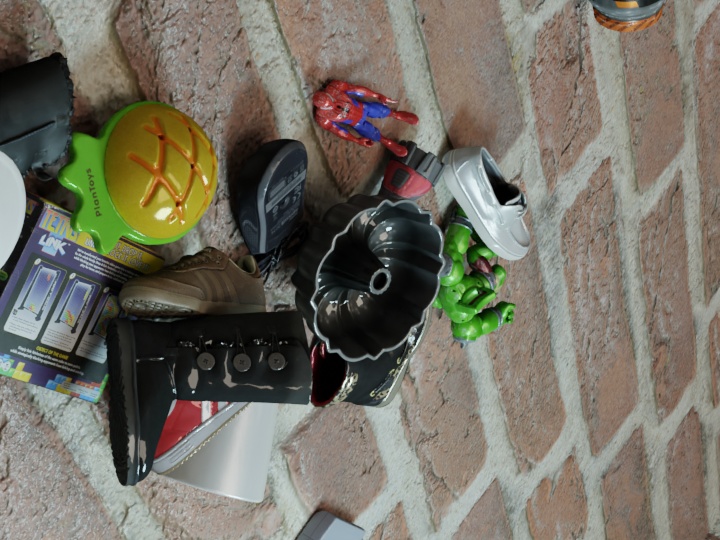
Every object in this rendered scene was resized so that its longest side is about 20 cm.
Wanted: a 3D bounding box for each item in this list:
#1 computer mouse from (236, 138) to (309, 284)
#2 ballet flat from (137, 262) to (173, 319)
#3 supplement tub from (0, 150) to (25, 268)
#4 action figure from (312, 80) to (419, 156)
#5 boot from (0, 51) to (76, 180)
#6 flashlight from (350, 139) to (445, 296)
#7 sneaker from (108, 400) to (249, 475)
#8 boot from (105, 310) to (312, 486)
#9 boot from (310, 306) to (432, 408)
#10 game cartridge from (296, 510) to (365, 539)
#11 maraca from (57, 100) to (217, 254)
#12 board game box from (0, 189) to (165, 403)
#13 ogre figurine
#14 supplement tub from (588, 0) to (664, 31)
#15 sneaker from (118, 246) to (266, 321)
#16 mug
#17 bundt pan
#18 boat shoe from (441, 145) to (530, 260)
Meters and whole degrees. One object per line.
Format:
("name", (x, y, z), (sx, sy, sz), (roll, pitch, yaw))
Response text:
("computer mouse", (-0.107, -0.071, 1.736), (0.138, 0.053, 0.201), (-41, 154, -37))
("ballet flat", (-0.220, 0.081, 1.667), (0.072, 0.072, 0.201), (25, 88, -59))
("supplement tub", (-0.365, -0.069, 1.196), (0.144, 0.199, 0.145), (-36, 139, -39))
("action figure", (0.003, -0.179, 1.825), (0.200, 0.052, 0.066), (13, 104, -56))
("boot", (-0.315, -0.152, 1.338), (0.162, 0.073, 0.199), (-23, 137, -45))
("flashlight", (0.027, -0.061, 1.929), (0.068, 0.068, 0.201), (33, 86, -25))
("sneaker", (-0.166, 0.103, 1.615), (0.200, 0.071, 0.113), (-43, 106, -12))
("boot", (-0.144, 0.124, 1.554), (0.199, 0.066, 0.166), (0, 83, -25))
("boot", (0.010, 0.087, 2.000), (0.150, 0.073, 0.201), (-2, 118, -56))
("game cartridge", (-0.071, 0.427, 2.147), (0.201, 0.041, 0.133), (-61, 144, -6))
("maraca", (-0.210, -0.088, 1.498), (0.200, 0.107, 0.138), (-26, 102, -52))
("board game box", (-0.294, 0.027, 1.510), (0.200, 0.057, 0.166), (31, 83, -59))
("ogre figurine", (0.149, 0.014, 2.129), (0.120, 0.098, 0.201), (-46, 149, -39))
("supplement tub", (0.357, -0.428, 2.109), (0.123, 0.122, 0.201), (-44, 143, -30))
("sneaker", (-0.172, 0.012, 1.592), (0.200, 0.070, 0.076), (13, 70, -56))
("mug", (-0.165, 0.158, 1.754), (0.149, 0.186, 0.154), (18, 87, -26))
("bundt pan", (0.000, 0.000, 1.834), (0.201, 0.076, 0.203), (-20, 123, -35))
("boat shoe", (0.182, -0.091, 2.076), (0.200, 0.068, 0.072), (54, 38, -30))
